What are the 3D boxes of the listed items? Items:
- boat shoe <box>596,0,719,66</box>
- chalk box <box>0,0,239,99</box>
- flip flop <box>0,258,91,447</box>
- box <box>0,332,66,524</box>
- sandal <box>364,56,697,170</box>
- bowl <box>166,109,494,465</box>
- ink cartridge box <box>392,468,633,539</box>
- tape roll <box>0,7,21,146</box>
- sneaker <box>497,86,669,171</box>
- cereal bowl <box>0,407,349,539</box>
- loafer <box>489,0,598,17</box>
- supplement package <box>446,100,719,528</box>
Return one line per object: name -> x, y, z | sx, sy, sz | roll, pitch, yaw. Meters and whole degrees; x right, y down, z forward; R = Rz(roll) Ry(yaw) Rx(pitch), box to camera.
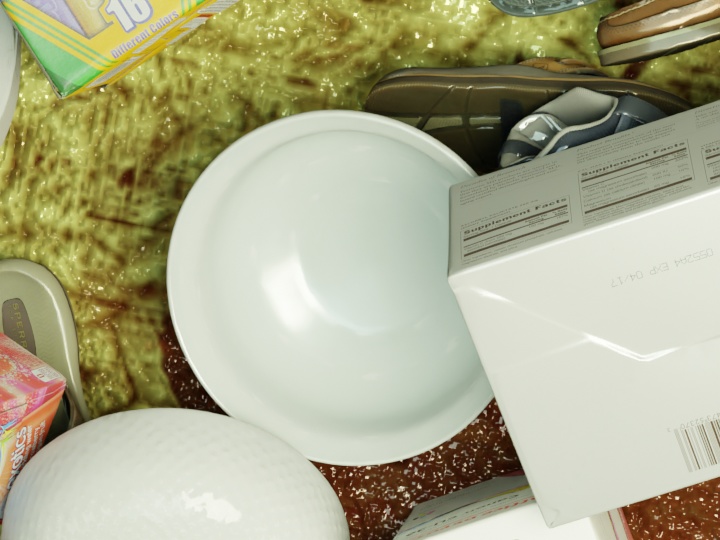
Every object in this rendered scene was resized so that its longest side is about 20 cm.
boat shoe -> 0.216, -0.169, 1.581 | 0.199, 0.072, 0.068 | -20, 93, -2
chalk box -> -0.157, -0.213, 1.594 | 0.124, 0.124, 0.200 | -31, 92, 10
flip flop -> -0.183, 0.092, 1.661 | 0.081, 0.058, 0.201 | -11, 94, 8
box -> -0.278, 0.060, 1.617 | 0.200, 0.095, 0.100 | 33, 114, 20
sandal -> 0.103, -0.085, 1.608 | 0.199, 0.055, 0.082 | 6, 129, 11
bowl -> 0.000, 0.000, 1.604 | 0.200, 0.090, 0.202 | 4, 106, 13
ink cartridge box -> 0.081, 0.155, 1.561 | 0.116, 0.200, 0.068 | -20, 93, 9
tape roll -> -0.292, -0.116, 1.629 | 0.202, 0.037, 0.204 | 1, 74, -2
sneaker -> 0.123, -0.008, 1.570 | 0.146, 0.077, 0.203 | 26, 122, -9
cereal bowl -> -0.105, 0.176, 1.600 | 0.199, 0.083, 0.201 | 1, 129, 2
loafer -> 0.157, -0.203, 1.589 | 0.200, 0.063, 0.072 | -33, 87, 13
supplement package -> 0.162, 0.014, 1.467 | 0.199, 0.111, 0.156 | -18, 114, 11
